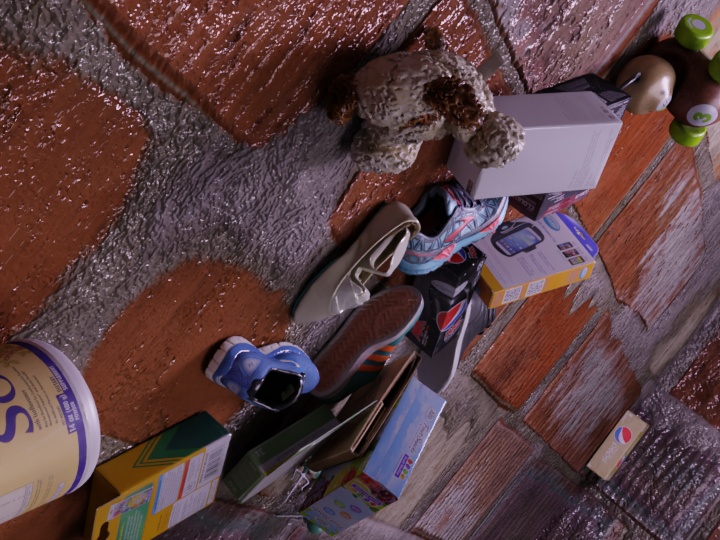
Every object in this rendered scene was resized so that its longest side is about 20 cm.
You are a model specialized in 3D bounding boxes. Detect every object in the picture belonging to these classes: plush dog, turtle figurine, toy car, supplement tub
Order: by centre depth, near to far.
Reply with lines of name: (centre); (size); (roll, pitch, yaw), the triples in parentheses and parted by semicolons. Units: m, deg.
supplement tub: (-0.335, 0.149, 0.949); (0.200, 0.145, 0.146); (-21, 140, -48)
plush dog: (0.061, -0.182, 1.192); (0.172, 0.200, 0.161); (-11, 100, -67)
toy car: (0.450, -0.270, 1.729); (0.200, 0.158, 0.164); (-21, 152, -29)
turtle figurine: (-0.044, 0.347, 1.748); (0.200, 0.101, 0.150); (-32, 148, -46)

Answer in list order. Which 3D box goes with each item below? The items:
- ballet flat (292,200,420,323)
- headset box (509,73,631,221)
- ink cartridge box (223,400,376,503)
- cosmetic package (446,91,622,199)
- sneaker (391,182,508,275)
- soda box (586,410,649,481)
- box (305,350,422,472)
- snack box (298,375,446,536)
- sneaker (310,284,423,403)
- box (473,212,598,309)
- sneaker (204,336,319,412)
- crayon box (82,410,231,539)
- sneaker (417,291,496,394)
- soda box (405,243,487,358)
ballet flat: (0.000, 0.000, 1.405); (0.200, 0.069, 0.069); (-49, 154, -5)
headset box: (0.292, -0.170, 1.658); (0.149, 0.075, 0.200); (-25, 143, -43)
ink cartridge box: (-0.082, 0.223, 1.498); (0.145, 0.048, 0.200); (-28, 166, -39)
cosmetic package: (0.223, -0.163, 1.474); (0.200, 0.081, 0.113); (-4, 132, -27)
sneaker: (0.124, -0.077, 1.498); (0.200, 0.079, 0.096); (-41, 150, -23)
soda box: (0.728, 0.496, 3.235); (0.200, 0.068, 0.064); (-54, 155, 2)
box: (0.002, 0.196, 1.565); (0.164, 0.021, 0.200); (-56, -173, -24)
snack box: (0.015, 0.255, 1.556); (0.200, 0.068, 0.169); (-41, -166, 52)
sneaker: (0.010, 0.101, 1.553); (0.200, 0.071, 0.080); (-43, 155, -1)
box: (0.241, -0.021, 1.649); (0.200, 0.119, 0.042); (-14, 140, -24)
sneaker: (-0.103, 0.137, 1.381); (0.079, 0.089, 0.200); (-56, 154, 11)
crayon box: (-0.250, 0.259, 1.339); (0.200, 0.052, 0.126); (-26, 144, -44)
sneaker: (0.156, 0.109, 1.793); (0.099, 0.071, 0.200); (-15, 132, -44)
soda box: (0.114, 0.034, 1.608); (0.063, 0.071, 0.200); (-38, 157, -30)
